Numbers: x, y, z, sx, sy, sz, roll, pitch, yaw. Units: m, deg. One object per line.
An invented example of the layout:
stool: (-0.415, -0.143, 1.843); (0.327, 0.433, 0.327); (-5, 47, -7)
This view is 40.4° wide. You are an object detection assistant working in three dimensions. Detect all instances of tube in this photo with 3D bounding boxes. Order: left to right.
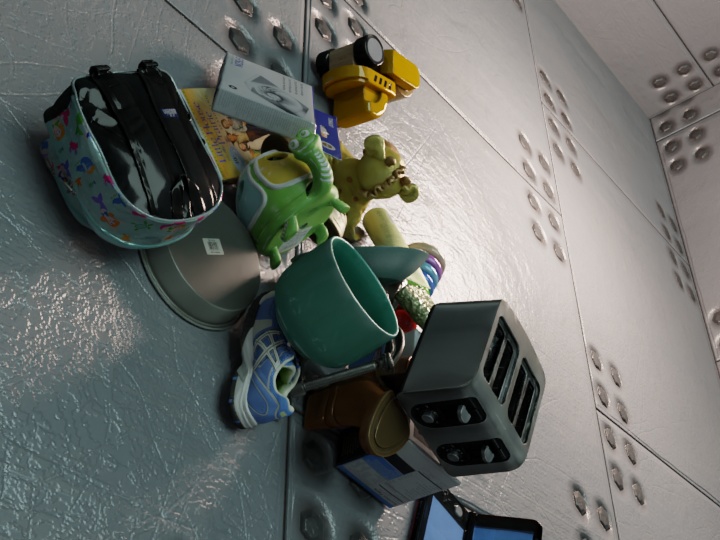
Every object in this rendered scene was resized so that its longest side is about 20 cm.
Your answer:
tube: (0.052, -0.035, 1.609); (0.200, 0.058, 0.052); (-119, -164, -53)

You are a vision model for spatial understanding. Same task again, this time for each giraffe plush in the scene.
giraffe plush: (0.001, -0.155, 1.583); (0.172, 0.162, 0.201); (26, 46, -47)

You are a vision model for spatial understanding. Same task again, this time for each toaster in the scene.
toaster: (0.153, 0.150, 1.307); (0.181, 0.118, 0.200); (59, 40, -33)

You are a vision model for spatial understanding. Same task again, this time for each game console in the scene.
game console: (0.170, 0.409, 1.450); (0.173, 0.118, 0.200); (51, 32, -21)

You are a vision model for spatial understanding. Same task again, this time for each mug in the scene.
mug: (-0.031, 0.058, 1.272); (0.185, 0.114, 0.152); (47, 17, -36)

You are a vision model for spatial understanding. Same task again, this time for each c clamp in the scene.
c clamp: (-0.029, 0.130, 1.311); (0.171, 0.199, 0.027); (-117, -171, -64)

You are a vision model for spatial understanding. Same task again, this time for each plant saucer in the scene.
plant saucer: (0.000, 0.000, 1.403); (0.201, 0.200, 0.039); (9, 76, -55)

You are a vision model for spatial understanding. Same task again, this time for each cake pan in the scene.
cake pan: (-0.204, -0.021, 1.286); (0.200, 0.037, 0.201); (37, 39, -37)

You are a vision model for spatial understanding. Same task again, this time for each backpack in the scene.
backpack: (-0.266, -0.123, 1.154); (0.177, 0.150, 0.200); (-20, 75, -52)

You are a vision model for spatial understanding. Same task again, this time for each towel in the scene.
towel: (0.117, 0.079, 1.508); (0.148, 0.036, 0.200); (49, 7, 10)

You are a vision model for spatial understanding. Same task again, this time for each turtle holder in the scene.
turtle holder: (-0.107, -0.104, 1.372); (0.132, 0.141, 0.186); (53, -15, 13)

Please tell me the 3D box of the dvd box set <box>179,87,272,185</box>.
dvd box set: (-0.192, -0.203, 1.453); (0.200, 0.029, 0.147); (-21, 85, -60)

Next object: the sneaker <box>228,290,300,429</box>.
sneaker: (-0.113, 0.113, 1.265); (0.076, 0.077, 0.201); (64, 24, -50)

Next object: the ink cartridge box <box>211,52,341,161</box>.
ink cartridge box: (-0.115, -0.245, 1.441); (0.199, 0.041, 0.200); (20, 23, -14)

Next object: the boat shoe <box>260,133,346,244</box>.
boat shoe: (-0.082, -0.130, 1.485); (0.200, 0.072, 0.065); (57, 37, -25)

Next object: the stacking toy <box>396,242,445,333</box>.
stacking toy: (0.087, 0.044, 1.653); (0.085, 0.085, 0.200); (48, 38, -24)

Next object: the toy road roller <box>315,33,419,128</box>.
toy road roller: (0.013, -0.326, 1.789); (0.200, 0.123, 0.147); (16, 68, -51)

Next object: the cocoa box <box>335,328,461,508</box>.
cocoa box: (0.061, 0.215, 1.418); (0.133, 0.131, 0.200); (43, 35, -31)

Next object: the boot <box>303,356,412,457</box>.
boot: (-0.011, 0.192, 1.301); (0.074, 0.154, 0.200); (67, 24, -17)

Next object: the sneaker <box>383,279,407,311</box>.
sneaker: (0.013, 0.022, 1.557); (0.099, 0.071, 0.200); (49, 32, -19)
